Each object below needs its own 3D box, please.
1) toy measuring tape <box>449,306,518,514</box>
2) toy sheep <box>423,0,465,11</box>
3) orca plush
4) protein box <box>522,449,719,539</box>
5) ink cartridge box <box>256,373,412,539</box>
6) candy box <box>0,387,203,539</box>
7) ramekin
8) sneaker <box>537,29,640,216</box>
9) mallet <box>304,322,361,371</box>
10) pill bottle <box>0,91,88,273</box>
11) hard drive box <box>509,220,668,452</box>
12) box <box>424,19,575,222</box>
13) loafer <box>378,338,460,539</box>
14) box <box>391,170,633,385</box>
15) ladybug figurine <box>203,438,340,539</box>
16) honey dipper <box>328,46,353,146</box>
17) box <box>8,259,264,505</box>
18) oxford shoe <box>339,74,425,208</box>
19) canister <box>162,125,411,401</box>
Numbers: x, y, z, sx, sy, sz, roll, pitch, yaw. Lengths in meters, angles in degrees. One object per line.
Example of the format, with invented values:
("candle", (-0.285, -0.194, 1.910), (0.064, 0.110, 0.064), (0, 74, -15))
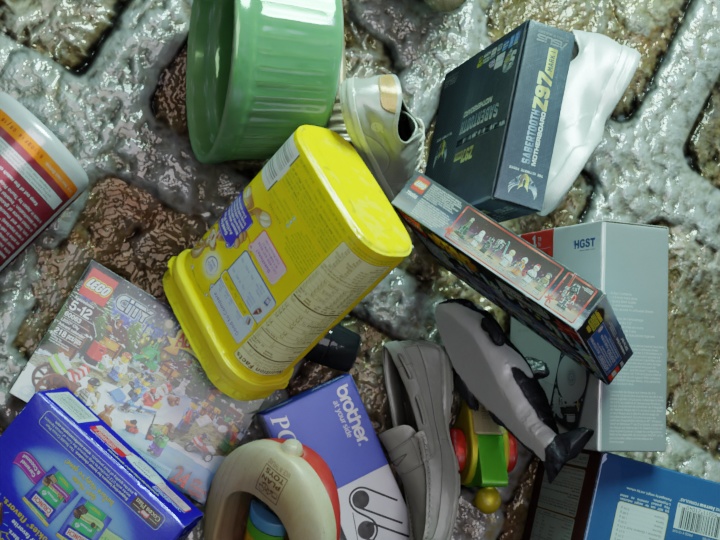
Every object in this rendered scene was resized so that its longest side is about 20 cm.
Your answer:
("toy measuring tape", (0.110, 0.137, 1.053), (0.073, 0.074, 0.202), (3, 62, -13))
("toy sheep", (0.075, -0.342, 1.039), (0.137, 0.138, 0.202), (0, 80, -13))
("orca plush", (0.146, 0.090, 0.971), (0.071, 0.200, 0.106), (-15, 122, -25))
("protein box", (0.264, 0.287, 1.027), (0.197, 0.135, 0.202), (16, 82, -12))
("ink cartridge box", (-0.016, 0.207, 1.014), (0.093, 0.044, 0.201), (-23, 91, -16))
("candy box", (-0.258, 0.228, 0.901), (0.169, 0.077, 0.200), (40, 90, 8))
("ramekin", (-0.087, -0.191, 0.957), (0.097, 0.200, 0.202), (2, 85, -20))
("sneaker", (0.200, -0.150, 1.090), (0.088, 0.075, 0.201), (28, 74, 3))
("mallet", (0.000, 0.000, 1.042), (0.066, 0.041, 0.201), (29, 76, -10))
("pill bottle", (-0.338, -0.045, 0.925), (0.113, 0.113, 0.200), (44, 77, -6))
("hard drive box", (0.209, 0.063, 1.018), (0.076, 0.156, 0.202), (5, 83, -23))
("box", (0.117, -0.122, 0.993), (0.051, 0.200, 0.159), (13, 83, -15))
("loafer", (0.049, 0.161, 1.006), (0.069, 0.070, 0.202), (7, 63, -20))
("box", (0.127, 0.007, 0.908), (0.200, 0.137, 0.040), (37, 84, 33))
("ladybug figurine", (-0.071, 0.223, 0.951), (0.135, 0.201, 0.072), (35, 35, 24))
("honey dipper", (-0.020, -0.218, 1.054), (0.038, 0.038, 0.202), (1, 83, -13))
("box", (-0.193, 0.101, 0.985), (0.199, 0.038, 0.137), (32, 79, -9))
("oxford shoe", (0.033, -0.112, 0.980), (0.057, 0.200, 0.076), (-13, 66, 11))
("canister", (-0.065, -0.006, 0.929), (0.086, 0.200, 0.149), (0, 52, -52))
